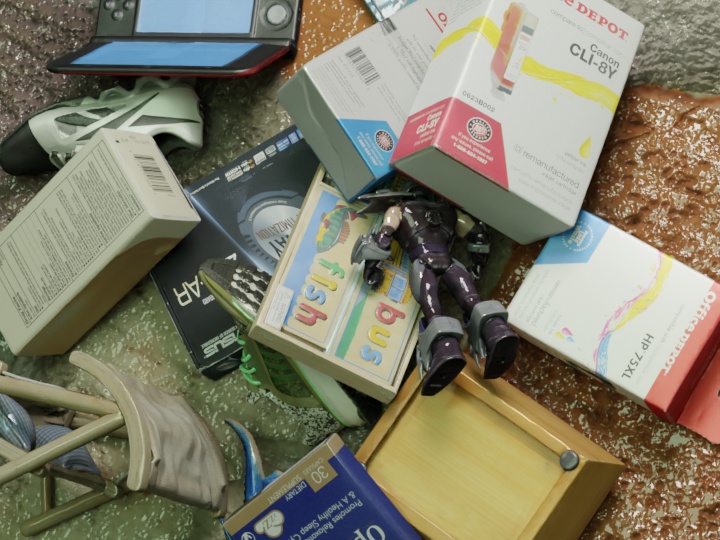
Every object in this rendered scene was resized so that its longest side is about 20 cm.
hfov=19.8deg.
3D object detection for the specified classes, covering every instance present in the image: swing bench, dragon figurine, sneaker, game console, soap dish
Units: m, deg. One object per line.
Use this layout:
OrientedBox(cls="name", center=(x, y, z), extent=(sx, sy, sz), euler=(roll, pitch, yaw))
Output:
OrientedBox(cls="swing bench", center=(-0.236, 0.146, 1.745), extent=(0.200, 0.199, 0.130), euler=(-8, 74, 14))
OrientedBox(cls="dragon figurine", center=(-0.084, 0.223, 1.745), extent=(0.099, 0.059, 0.200), euler=(-36, 83, -7))
OrientedBox(cls="sneaker", center=(-0.078, 0.077, 1.755), extent=(0.089, 0.077, 0.200), euler=(-40, 99, 20))
OrientedBox(cls="game console", center=(-0.163, -0.241, 1.862), extent=(0.200, 0.119, 0.173), euler=(3, 78, 16))
OrientedBox(cls="sneaker", center=(-0.236, -0.112, 1.875), extent=(0.200, 0.074, 0.089), euler=(-19, 70, 11))
OrientedBox(cls="soap dish", center=(0.093, 0.167, 1.707), extent=(0.200, 0.081, 0.157), euler=(34, 88, 22))

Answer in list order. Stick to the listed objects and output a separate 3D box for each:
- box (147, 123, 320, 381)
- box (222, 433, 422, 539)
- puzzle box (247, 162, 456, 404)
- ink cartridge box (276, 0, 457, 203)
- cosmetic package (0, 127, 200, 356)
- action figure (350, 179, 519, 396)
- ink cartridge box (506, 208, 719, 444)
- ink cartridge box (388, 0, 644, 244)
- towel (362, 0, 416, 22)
OrientedBox(cls="box", center=(-0.085, -0.020, 1.825), extent=(0.200, 0.044, 0.160), euler=(-29, 70, 8))
OrientedBox(cls="box", center=(-0.004, 0.246, 1.679), extent=(0.121, 0.032, 0.200), euler=(-40, 92, 19))
OrientedBox(cls="puzzle box", center=(0.000, 0.000, 1.736), extent=(0.133, 0.025, 0.200), euler=(26, 58, -9))
OrientedBox(cls="ink cartridge box", center=(0.044, -0.158, 1.767), extent=(0.200, 0.068, 0.116), euler=(-32, 87, -29))
OrientedBox(cls="cosmetic package", center=(-0.246, -0.023, 1.823), extent=(0.200, 0.071, 0.105), euler=(-41, 67, 25))
OrientedBox(cls="action figure", center=(0.061, 0.001, 1.706), extent=(0.130, 0.069, 0.200), euler=(-5, 54, -18))
OrientedBox(cls="ink cartridge box", center=(0.234, 0.045, 1.703), extent=(0.200, 0.067, 0.116), euler=(29, 86, 20))
OrientedBox(cls="ink cartridge box", center=(0.132, -0.146, 1.716), extent=(0.145, 0.083, 0.200), euler=(29, 69, -18))
OrientedBox(cls="towel", center=(0.095, -0.279, 1.848), extent=(0.200, 0.022, 0.147), euler=(-35, 71, 6))
